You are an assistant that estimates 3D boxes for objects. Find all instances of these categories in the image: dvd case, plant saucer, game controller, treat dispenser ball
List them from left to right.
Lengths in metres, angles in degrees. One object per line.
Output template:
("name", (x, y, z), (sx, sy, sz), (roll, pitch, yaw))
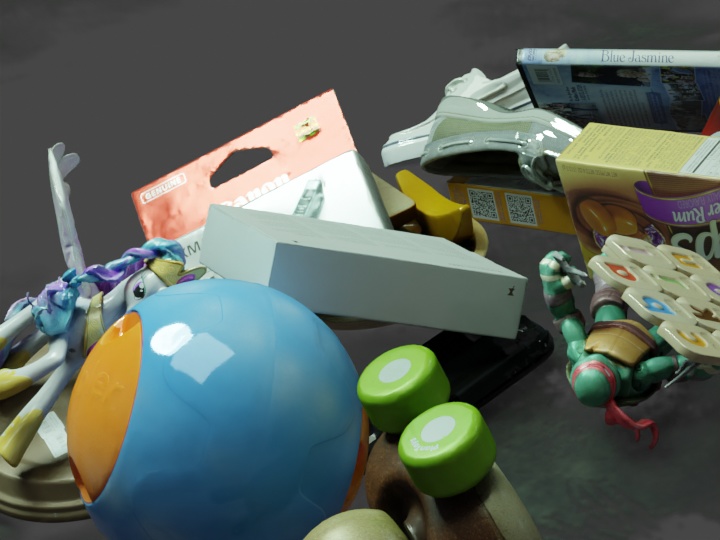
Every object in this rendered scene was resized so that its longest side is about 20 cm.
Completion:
("plant saucer", (-0.207, 0.109, 1.656), (0.198, 0.030, 0.201), (-8, 39, 6))
("treat dispenser ball", (-0.093, 0.107, 1.450), (0.199, 0.202, 0.201), (-11, 27, 6))
("game controller", (0.049, 0.088, 1.609), (0.199, 0.042, 0.104), (-32, 17, -32))
("dvd case", (0.238, -0.150, 1.849), (0.198, 0.143, 0.018), (2, 72, 15))

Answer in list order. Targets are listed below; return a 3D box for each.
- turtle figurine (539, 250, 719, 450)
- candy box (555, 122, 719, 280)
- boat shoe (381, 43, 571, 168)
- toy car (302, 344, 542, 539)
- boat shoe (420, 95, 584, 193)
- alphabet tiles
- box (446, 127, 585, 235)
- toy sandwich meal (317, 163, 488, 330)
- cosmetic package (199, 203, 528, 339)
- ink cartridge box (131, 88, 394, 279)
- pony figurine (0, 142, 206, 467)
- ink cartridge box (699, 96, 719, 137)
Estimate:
("turtle figurine", (0.184, 0.045, 1.539), (0.149, 0.101, 0.200), (31, 25, 9))
("candy box", (0.253, -0.040, 1.651), (0.199, 0.117, 0.056), (11, 43, 40))
("boat shoe", (0.105, -0.146, 1.966), (0.199, 0.066, 0.074), (-20, -2, -14))
("toy car", (0.004, 0.177, 1.335), (0.199, 0.165, 0.158), (-31, 28, -4))
("boat shoe", (0.131, -0.093, 1.799), (0.201, 0.074, 0.065), (18, 78, 43))
("alphabet tiles", (0.250, 0.038, 1.484), (0.195, 0.015, 0.200), (10, 27, -40))
("box", (0.186, -0.075, 1.844), (0.199, 0.042, 0.119), (12, 36, 37))
("toy sandwich meal", (0.007, -0.025, 1.799), (0.203, 0.071, 0.206), (-12, 27, 6))
("cosmetic package", (0.000, 0.000, 1.605), (0.198, 0.052, 0.151), (8, 6, -23))
("ink cartridge box", (-0.084, -0.043, 1.764), (0.199, 0.044, 0.175), (-27, 62, 9))
("pony figurine", (-0.206, 0.026, 1.627), (0.200, 0.167, 0.193), (-39, 31, 5))
("ink cartridge box", (0.364, -0.118, 1.670), (0.199, 0.084, 0.176), (-12, 39, 49))
